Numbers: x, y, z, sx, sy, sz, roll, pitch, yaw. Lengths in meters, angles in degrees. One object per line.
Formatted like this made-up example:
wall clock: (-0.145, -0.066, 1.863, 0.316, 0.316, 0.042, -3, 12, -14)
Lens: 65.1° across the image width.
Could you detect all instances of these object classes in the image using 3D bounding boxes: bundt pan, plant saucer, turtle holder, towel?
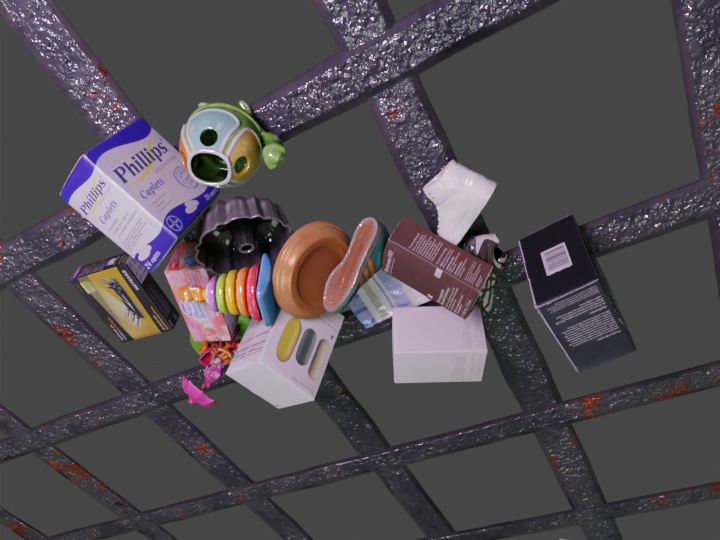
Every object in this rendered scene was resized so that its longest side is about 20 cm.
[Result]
bundt pan: (-0.227, -0.074, 1.097, 0.196, 0.078, 0.204, -14, 152, -7)
plant saucer: (-0.084, 0.006, 1.123, 0.196, 0.037, 0.206, -20, 123, -34)
turtle holder: (-0.230, -0.205, 0.992, 0.182, 0.134, 0.142, 25, 126, -14)
towel: (0.054, 0.044, 1.230, 0.196, 0.024, 0.148, -24, 121, 23)

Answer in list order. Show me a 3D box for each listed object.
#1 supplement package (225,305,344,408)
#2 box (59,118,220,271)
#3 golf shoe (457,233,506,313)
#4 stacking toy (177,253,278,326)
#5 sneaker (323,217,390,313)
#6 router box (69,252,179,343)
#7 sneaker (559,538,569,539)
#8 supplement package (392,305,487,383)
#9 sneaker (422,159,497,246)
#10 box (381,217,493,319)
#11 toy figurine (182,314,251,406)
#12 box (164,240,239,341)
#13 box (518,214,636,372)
supplement package: (-0.157, 0.159, 1.203, 0.151, 0.204, 0.149, 38, 143, -24)
box: (-0.384, -0.139, 1.008, 0.199, 0.186, 0.105, 42, 123, -13)
golf shoe: (0.261, 0.009, 1.147, 0.092, 0.079, 0.202, -21, 134, 6)
stacking toy: (-0.264, 0.045, 1.110, 0.193, 0.118, 0.112, -3, 137, 2)
sneaker: (0.000, 0.000, 1.121, 0.079, 0.071, 0.204, 26, 95, -49)
router box: (-0.533, 0.064, 1.285, 0.153, 0.053, 0.203, -14, 125, 16)
sneaker: (0.636, 0.941, 1.856, 0.087, 0.076, 0.203, 25, 122, 2)
supplement package: (0.167, 0.161, 1.232, 0.193, 0.122, 0.123, -1, 139, 2)
sneaker: (0.162, -0.119, 1.071, 0.114, 0.074, 0.202, 31, 133, 2)
box: (0.143, -0.005, 1.080, 0.197, 0.075, 0.101, 31, 146, 14)
toy figurine: (-0.335, 0.219, 1.303, 0.149, 0.187, 0.199, 38, 122, -23)
box: (-0.335, 0.047, 1.220, 0.091, 0.104, 0.204, -3, 129, 8)
box: (0.409, 0.043, 1.078, 0.122, 0.203, 0.198, -26, 123, 23)
